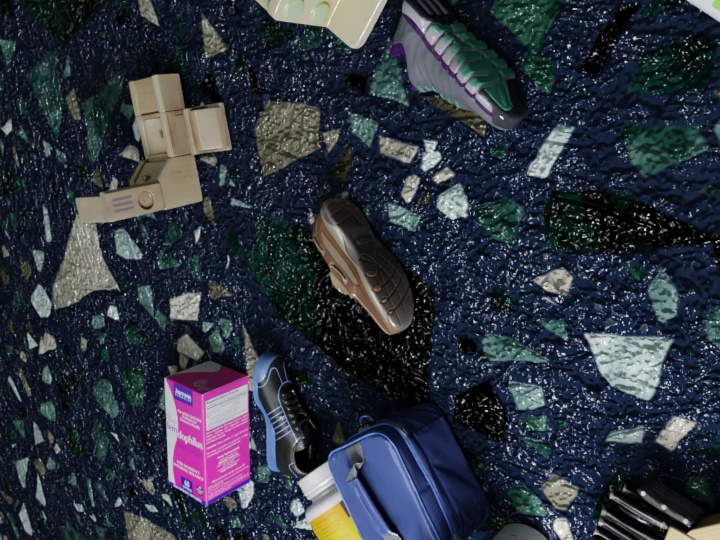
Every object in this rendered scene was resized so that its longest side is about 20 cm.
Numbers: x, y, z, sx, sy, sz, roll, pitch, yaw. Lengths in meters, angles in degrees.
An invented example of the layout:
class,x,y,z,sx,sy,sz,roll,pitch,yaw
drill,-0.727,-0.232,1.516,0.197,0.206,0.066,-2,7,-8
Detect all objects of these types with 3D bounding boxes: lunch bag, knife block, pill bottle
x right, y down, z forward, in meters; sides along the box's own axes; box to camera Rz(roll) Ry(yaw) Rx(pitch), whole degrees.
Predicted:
class,x,y,z,sx,sy,sz,roll,pitch,yaw
lunch bag,0.053,0.273,0.852,0.136,0.132,0.200,-36,79,38
knife block,0.330,0.305,0.662,0.175,0.064,0.200,-32,66,33
pill bottle,-0.003,0.361,0.933,0.109,0.109,0.200,-44,74,36

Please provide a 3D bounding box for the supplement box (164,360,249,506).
class,x,y,z,sx,sy,sz,roll,pitch,yaw
supplement box,-0.254,0.267,1.113,0.101,0.103,0.201,12,107,36

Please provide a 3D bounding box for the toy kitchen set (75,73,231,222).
class,x,y,z,sx,sy,sz,roll,pitch,yaw
toy kitchen set,-0.314,-0.187,0.994,0.163,0.180,0.201,2,107,37

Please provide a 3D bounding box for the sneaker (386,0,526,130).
class,x,y,z,sx,sy,sz,roll,pitch,yaw
sneaker,0.103,-0.214,0.742,0.200,0.074,0.088,59,143,23

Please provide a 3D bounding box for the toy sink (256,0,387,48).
class,x,y,z,sx,sy,sz,roll,pitch,yaw
toy sink,-0.069,-0.376,0.797,0.200,0.112,0.130,47,126,19

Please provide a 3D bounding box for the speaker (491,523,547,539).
class,x,y,z,sx,sy,sz,roll,pitch,yaw
speaker,0.147,0.370,0.757,0.081,0.200,0.081,11,107,36

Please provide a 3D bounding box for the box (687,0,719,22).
class,x,y,z,sx,sy,sz,roll,pitch,yaw
box,0.379,-0.245,0.488,0.176,0.097,0.200,44,124,20

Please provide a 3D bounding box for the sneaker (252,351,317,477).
class,x,y,z,sx,sy,sz,roll,pitch,yaw
sneaker,-0.106,0.220,1.011,0.078,0.070,0.201,2,108,33

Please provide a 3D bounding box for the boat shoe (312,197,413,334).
class,x,y,z,sx,sy,sz,roll,pitch,yaw
boat shoe,0.000,0.000,0.869,0.072,0.076,0.200,-47,63,40
